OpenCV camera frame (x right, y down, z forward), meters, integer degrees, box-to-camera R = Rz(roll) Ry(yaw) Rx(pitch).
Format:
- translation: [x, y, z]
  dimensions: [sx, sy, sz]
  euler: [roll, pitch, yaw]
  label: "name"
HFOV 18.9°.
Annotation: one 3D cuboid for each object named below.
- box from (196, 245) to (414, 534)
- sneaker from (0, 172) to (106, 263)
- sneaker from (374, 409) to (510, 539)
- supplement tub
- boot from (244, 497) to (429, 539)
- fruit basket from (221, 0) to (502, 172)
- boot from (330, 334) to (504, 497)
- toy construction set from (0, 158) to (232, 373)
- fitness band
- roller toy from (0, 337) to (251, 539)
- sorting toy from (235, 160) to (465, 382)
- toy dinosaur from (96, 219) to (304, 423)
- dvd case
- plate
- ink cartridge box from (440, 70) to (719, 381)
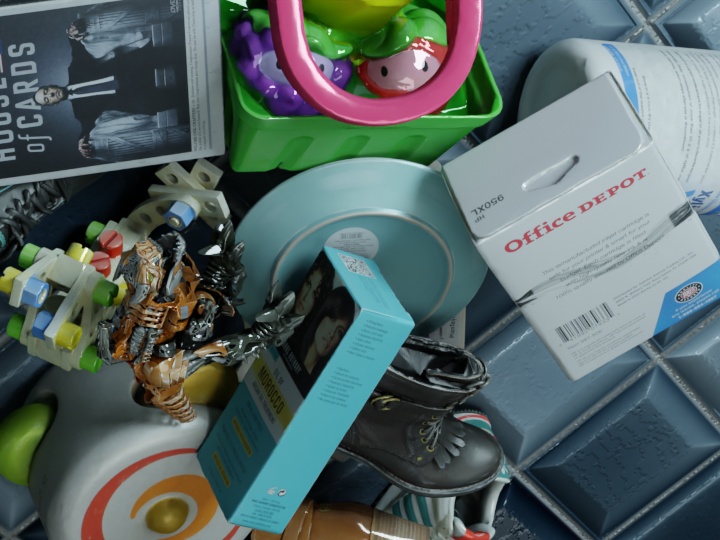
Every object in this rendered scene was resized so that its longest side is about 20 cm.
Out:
- translation: [-0.042, 0.088, 1.565]
  dimensions: [0.049, 0.082, 0.200]
  euler: [17, 116, -34]
  label: "box"
- translation: [-0.246, -0.045, 1.529]
  dimensions: [0.200, 0.079, 0.075]
  euler: [-31, 134, -2]
  label: "sneaker"
- translation: [0.068, 0.222, 1.899]
  dimensions: [0.070, 0.093, 0.200]
  euler: [12, 120, -34]
  label: "sneaker"
- translation: [0.235, -0.109, 1.679]
  dimensions: [0.199, 0.132, 0.132]
  euler: [2, 126, -27]
  label: "supplement tub"
- translation: [-0.038, 0.272, 1.888]
  dimensions: [0.154, 0.074, 0.200]
  euler: [14, 124, -6]
  label: "boot"
- translation: [-0.004, -0.174, 1.508]
  dimensions: [0.215, 0.156, 0.216]
  euler: [-14, 149, -8]
  label: "fruit basket"
- translation: [0.053, 0.109, 1.666]
  dimensions: [0.200, 0.069, 0.174]
  euler: [16, 152, -21]
  label: "boot"
- translation: [-0.182, -0.005, 1.556]
  dimensions: [0.200, 0.092, 0.131]
  euler: [-42, 156, -32]
  label: "toy construction set"
- translation: [0.008, -0.196, 1.437]
  dimensions: [0.143, 0.037, 0.201]
  euler: [-5, 95, -12]
  label: "fitness band"
- translation: [-0.166, 0.151, 1.689]
  dimensions: [0.200, 0.140, 0.183]
  euler: [-32, 135, 0]
  label: "roller toy"
- translation: [-0.014, 0.031, 1.700]
  dimensions: [0.179, 0.107, 0.200]
  euler: [-9, 131, -9]
  label: "sorting toy"
- translation: [-0.128, 0.036, 1.517]
  dimensions: [0.136, 0.102, 0.200]
  euler: [-29, 168, -23]
  label: "toy dinosaur"
- translation: [-0.192, -0.128, 1.454]
  dimensions: [0.199, 0.025, 0.151]
  euler: [-9, 133, -11]
  label: "dvd case"
- translation: [0.000, 0.000, 1.594]
  dimensions: [0.200, 0.026, 0.201]
  euler: [-5, 134, -5]
  label: "plate"
- translation: [0.167, -0.030, 1.566]
  dimensions: [0.144, 0.084, 0.200]
  euler: [-30, 139, 7]
  label: "ink cartridge box"
